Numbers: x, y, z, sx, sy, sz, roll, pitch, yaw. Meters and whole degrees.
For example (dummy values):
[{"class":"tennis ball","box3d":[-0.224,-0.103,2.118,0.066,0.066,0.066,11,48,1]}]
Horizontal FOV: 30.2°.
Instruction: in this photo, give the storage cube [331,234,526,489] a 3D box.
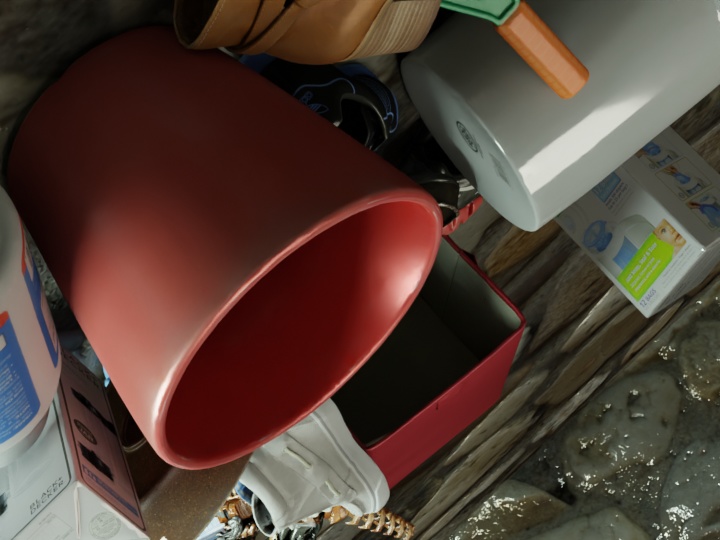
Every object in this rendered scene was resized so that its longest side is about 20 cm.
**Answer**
[{"class":"storage cube","box3d":[0.018,0.070,1.152,0.199,0.171,0.180,-37,161,-18]}]

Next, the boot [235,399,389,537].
[{"class":"boot","box3d":[-0.045,0.158,1.003,0.096,0.073,0.200,-52,144,-17]}]

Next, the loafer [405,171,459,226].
[{"class":"loafer","box3d":[0.000,0.000,1.022,0.199,0.072,0.073,-35,154,15]}]

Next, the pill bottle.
[{"class":"pill bottle","box3d":[-0.215,0.034,0.689,0.112,0.112,0.200,-36,159,-21]}]

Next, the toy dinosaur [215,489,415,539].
[{"class":"toy dinosaur","box3d":[-0.062,0.210,1.119,0.102,0.199,0.137,-35,135,-50]}]

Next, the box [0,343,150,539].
[{"class":"box","box3d":[-0.202,0.131,0.811,0.117,0.200,0.060,-44,119,1]}]

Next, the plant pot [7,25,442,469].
[{"class":"plant pot","box3d":[-0.084,-0.023,0.721,0.200,0.177,0.201,-38,157,-19]}]

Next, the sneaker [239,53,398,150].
[{"class":"sneaker","box3d":[-0.012,-0.096,0.879,0.070,0.078,0.200,-48,161,14]}]

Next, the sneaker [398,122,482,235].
[{"class":"sneaker","box3d":[0.102,-0.107,1.096,0.200,0.071,0.098,-37,154,-29]}]

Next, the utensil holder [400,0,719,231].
[{"class":"utensil holder","box3d":[0.151,-0.152,0.964,0.200,0.170,0.170,-38,161,-5]}]

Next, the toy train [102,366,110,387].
[{"class":"toy train","box3d":[-0.146,0.123,1.020,0.086,0.114,0.201,-29,157,-33]}]

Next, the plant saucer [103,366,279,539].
[{"class":"plant saucer","box3d":[-0.125,0.096,0.843,0.034,0.201,0.200,32,108,-29]}]

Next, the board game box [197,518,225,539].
[{"class":"board game box","box3d":[-0.110,0.206,1.268,0.199,0.062,0.199,-31,169,29]}]

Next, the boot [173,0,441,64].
[{"class":"boot","box3d":[-0.010,-0.195,0.688,0.154,0.074,0.201,-7,126,-37]}]

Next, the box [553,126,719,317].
[{"class":"box","box3d":[0.266,-0.074,1.305,0.101,0.200,0.113,-26,157,-38]}]

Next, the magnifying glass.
[{"class":"magnifying glass","box3d":[0.076,-0.172,0.815,0.080,0.022,0.200,-47,124,8]}]
